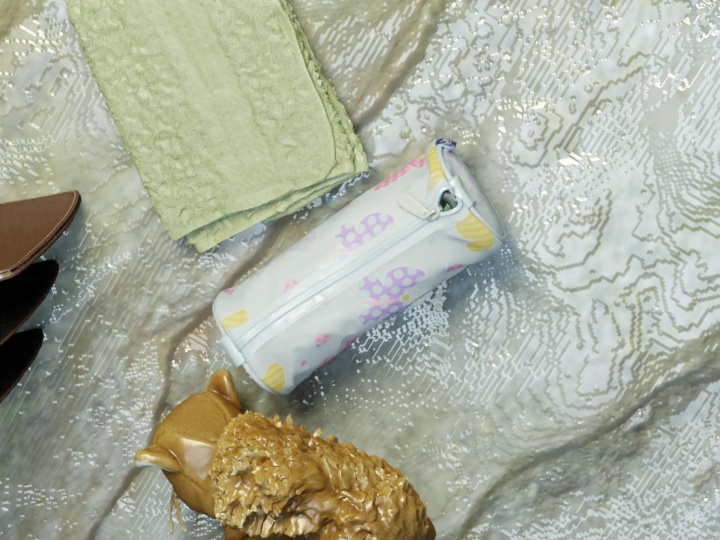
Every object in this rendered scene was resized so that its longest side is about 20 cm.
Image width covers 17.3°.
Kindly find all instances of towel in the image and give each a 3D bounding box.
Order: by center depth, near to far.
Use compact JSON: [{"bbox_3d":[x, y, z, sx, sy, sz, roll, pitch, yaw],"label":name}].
[{"bbox_3d":[-0.097,-0.122,1.547,0.148,0.037,0.201,-24,103,13],"label":"towel"}]

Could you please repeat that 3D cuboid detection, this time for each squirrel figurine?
[{"bbox_3d":[-0.052,0.143,1.548,0.187,0.200,0.141,44,66,9],"label":"squirrel figurine"}]

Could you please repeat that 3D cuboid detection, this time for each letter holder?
[{"bbox_3d":[-0.246,0.028,1.521,0.141,0.200,0.101,-13,105,9],"label":"letter holder"}]

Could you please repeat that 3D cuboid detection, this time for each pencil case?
[{"bbox_3d":[0.000,0.000,1.544,0.200,0.091,0.083,-34,100,15],"label":"pencil case"}]
